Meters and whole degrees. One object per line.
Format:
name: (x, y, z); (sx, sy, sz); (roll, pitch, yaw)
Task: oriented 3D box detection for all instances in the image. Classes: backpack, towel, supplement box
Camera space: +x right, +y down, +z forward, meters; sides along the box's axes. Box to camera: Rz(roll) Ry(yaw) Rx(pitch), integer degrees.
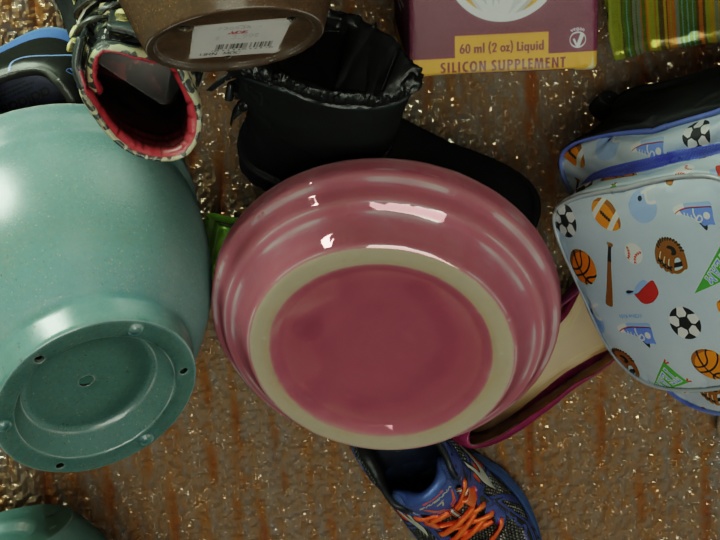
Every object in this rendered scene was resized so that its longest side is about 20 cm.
backpack: (0.215, -0.011, 1.339); (0.154, 0.199, 0.191); (-43, 112, -34)
towel: (0.236, -0.169, 1.340); (0.198, 0.018, 0.087); (-8, 131, 6)
supplement box: (0.074, -0.217, 1.329); (0.109, 0.086, 0.202); (-3, 111, -4)

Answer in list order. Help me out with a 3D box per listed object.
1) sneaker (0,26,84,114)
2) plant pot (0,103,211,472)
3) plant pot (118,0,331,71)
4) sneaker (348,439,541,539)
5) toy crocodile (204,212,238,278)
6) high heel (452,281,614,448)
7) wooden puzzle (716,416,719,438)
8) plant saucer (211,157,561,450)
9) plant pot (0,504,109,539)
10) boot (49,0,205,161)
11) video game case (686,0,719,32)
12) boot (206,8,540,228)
sneaker: (-0.242, -0.071, 1.360); (0.199, 0.078, 0.070); (-32, 111, 7)
plant pot: (-0.167, 0.027, 1.333); (0.199, 0.135, 0.201); (-16, 139, -14)
plant pot: (-0.076, -0.212, 1.220); (0.185, 0.187, 0.202); (-8, 77, -2)
sneaker: (0.043, 0.134, 1.466); (0.075, 0.079, 0.200); (-39, 109, 11)
toy crocodile: (0.000, 0.000, 1.426); (0.198, 0.062, 0.068); (8, 111, -4)
high heel: (0.139, 0.045, 1.431); (0.199, 0.096, 0.068); (-34, 110, 8)
wooden puzzle: (0.332, 0.051, 1.453); (0.199, 0.037, 0.187); (18, 112, 21)
plant saucer: (0.013, 0.030, 1.328); (0.199, 0.051, 0.202); (3, 130, 3)
plant pot: (-0.208, 0.238, 1.428); (0.199, 0.201, 0.162); (-17, 100, 1)
boot: (-0.144, -0.162, 1.293); (0.073, 0.154, 0.204); (-29, 112, 7)
video game case: (0.259, -0.214, 1.362); (0.200, 0.022, 0.182); (38, 102, -28)
boot: (0.012, -0.079, 1.324); (0.197, 0.163, 0.074); (19, 68, 5)
